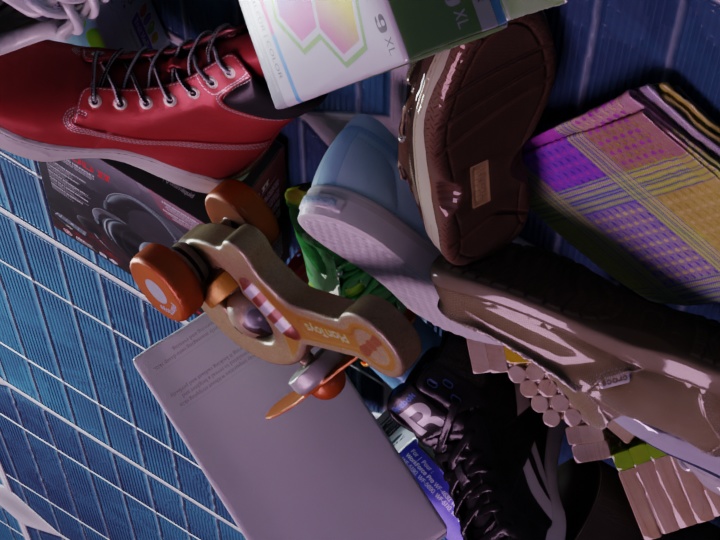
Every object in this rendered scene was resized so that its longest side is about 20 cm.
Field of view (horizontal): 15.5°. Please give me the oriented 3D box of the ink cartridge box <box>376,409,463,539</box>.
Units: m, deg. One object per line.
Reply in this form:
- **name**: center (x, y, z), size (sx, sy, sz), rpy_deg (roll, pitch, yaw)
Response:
- **ink cartridge box**: center (0.056, 0.141, 1.768), size (0.099, 0.039, 0.200), rpy_deg (47, -176, -5)

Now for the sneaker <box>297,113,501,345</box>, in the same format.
- **sneaker**: center (0.049, -0.022, 1.478), size (0.074, 0.082, 0.200), rpy_deg (11, 162, 40)

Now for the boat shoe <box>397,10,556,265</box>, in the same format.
- **boat shoe**: center (0.046, -0.086, 1.332), size (0.075, 0.075, 0.203), rpy_deg (58, 158, 29)

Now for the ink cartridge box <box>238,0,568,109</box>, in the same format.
- **ink cartridge box**: center (0.007, -0.144, 1.210), size (0.200, 0.059, 0.104), rpy_deg (-11, 100, 64)

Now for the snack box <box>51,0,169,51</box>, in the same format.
- **snack box**: center (-0.201, -0.185, 1.519), size (0.142, 0.053, 0.200), rpy_deg (18, 156, 21)

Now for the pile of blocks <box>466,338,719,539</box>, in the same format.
- **pile of blocks**: center (0.147, 0.071, 1.579), size (0.200, 0.082, 0.062), rpy_deg (44, -156, 2)

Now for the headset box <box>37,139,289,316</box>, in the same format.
- **headset box**: center (-0.126, -0.057, 1.679), size (0.149, 0.077, 0.200), rpy_deg (31, 162, 11)

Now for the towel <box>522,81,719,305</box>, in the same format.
- **towel**: center (0.154, -0.034, 1.349), size (0.144, 0.023, 0.200), rpy_deg (38, 162, -12)

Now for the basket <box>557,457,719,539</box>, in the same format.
- **basket**: center (0.186, 0.216, 1.643), size (0.200, 0.181, 0.136), rpy_deg (38, 140, -15)

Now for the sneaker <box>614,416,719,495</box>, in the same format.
- **sneaker**: center (0.193, 0.090, 1.496), size (0.200, 0.073, 0.071), rpy_deg (34, 154, 0)

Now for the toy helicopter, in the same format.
- **toy helicopter**: center (-0.032, 0.032, 1.478), size (0.200, 0.079, 0.132), rpy_deg (15, 140, 52)

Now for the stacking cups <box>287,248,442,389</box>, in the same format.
- **stacking cups**: center (0.035, 0.053, 1.721), size (0.200, 0.061, 0.060), rpy_deg (45, 159, -13)

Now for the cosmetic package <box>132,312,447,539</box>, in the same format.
- **cosmetic package**: center (-0.043, 0.112, 1.652), size (0.200, 0.113, 0.081), rpy_deg (58, 177, 6)

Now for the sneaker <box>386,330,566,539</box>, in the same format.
- **sneaker**: center (0.062, 0.120, 1.590), size (0.112, 0.200, 0.073), rpy_deg (27, 133, -19)

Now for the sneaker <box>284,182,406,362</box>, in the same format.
- **sneaker**: center (0.000, 0.000, 1.572), size (0.074, 0.084, 0.200), rpy_deg (-7, 159, 5)

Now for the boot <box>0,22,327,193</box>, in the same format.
- **boot**: center (-0.125, -0.111, 1.465), size (0.199, 0.073, 0.144), rpy_deg (12, 154, -24)

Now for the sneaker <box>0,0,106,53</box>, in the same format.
- **sneaker**: center (-0.146, -0.157, 1.371), size (0.200, 0.071, 0.073), rpy_deg (-22, 142, 39)

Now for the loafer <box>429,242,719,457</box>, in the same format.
- **loafer**: center (0.125, 0.045, 1.405), size (0.199, 0.076, 0.068), rpy_deg (22, 115, 12)
